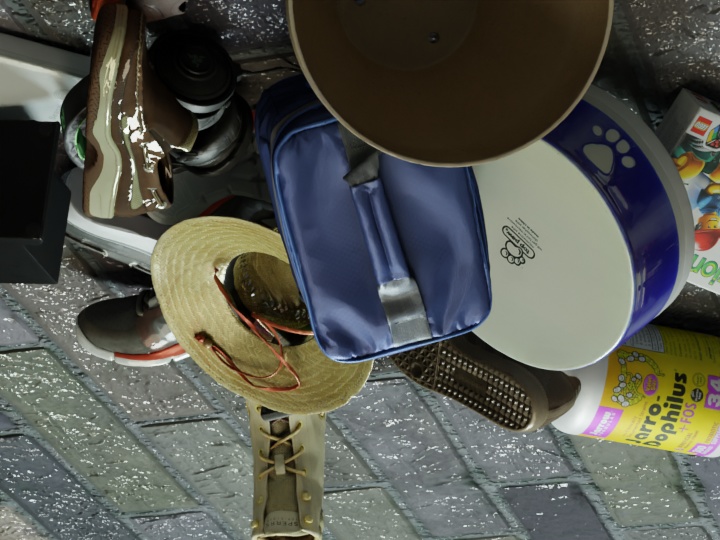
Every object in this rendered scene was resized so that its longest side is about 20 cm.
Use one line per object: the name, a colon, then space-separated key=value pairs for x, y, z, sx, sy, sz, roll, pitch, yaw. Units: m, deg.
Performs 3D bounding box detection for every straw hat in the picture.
straw hat: x=-0.058 y=0.008 z=1.745 sx=0.200 sy=0.085 sz=0.202 roll=19 pitch=139 yaw=17

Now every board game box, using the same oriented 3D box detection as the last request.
board game box: x=0.284 y=-0.044 z=1.719 sx=0.199 sy=0.035 sz=0.127 roll=20 pitch=113 yaw=-30

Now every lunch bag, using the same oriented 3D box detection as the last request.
lunch bag: x=0.010 y=-0.048 z=1.557 sx=0.135 sy=0.132 sz=0.201 roll=-17 pitch=114 yaw=-4

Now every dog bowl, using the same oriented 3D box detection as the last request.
dog bowl: x=0.133 y=-0.033 z=1.648 sx=0.199 sy=0.079 sz=0.201 roll=25 pitch=132 yaw=31

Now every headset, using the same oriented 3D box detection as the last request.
headset: x=-0.110 y=-0.106 z=1.632 sx=0.198 sy=0.095 sz=0.124 roll=-17 pitch=151 yaw=0

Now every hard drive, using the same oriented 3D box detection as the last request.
hard drive: x=-0.306 y=-0.138 z=1.662 sx=0.198 sy=0.026 sz=0.132 roll=14 pitch=150 yaw=-20

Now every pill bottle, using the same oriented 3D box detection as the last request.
pill bottle: x=0.224 y=0.094 z=1.977 sx=0.198 sy=0.105 sz=0.104 roll=10 pitch=151 yaw=-14

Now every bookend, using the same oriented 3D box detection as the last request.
bookend: x=-0.297 y=-0.033 z=1.745 sx=0.198 sy=0.093 sz=0.199 roll=1 pitch=160 yaw=12

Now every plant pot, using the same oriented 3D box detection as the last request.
plant pot: x=0.043 y=-0.169 z=1.436 sx=0.198 sy=0.202 sz=0.134 roll=8 pitch=-175 yaw=-12

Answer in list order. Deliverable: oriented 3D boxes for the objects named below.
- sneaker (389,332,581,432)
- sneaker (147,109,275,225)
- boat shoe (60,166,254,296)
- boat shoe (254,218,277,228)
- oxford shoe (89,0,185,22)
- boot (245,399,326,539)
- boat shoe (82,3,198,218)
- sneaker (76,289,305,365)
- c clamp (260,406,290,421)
sneaker: x=0.094 y=0.069 z=1.910 sx=0.075 sy=0.200 sz=0.071 roll=-14 pitch=131 yaw=-43
sneaker: x=-0.067 y=-0.075 z=1.734 sx=0.199 sy=0.078 sz=0.082 roll=-7 pitch=167 yaw=31
boat shoe: x=-0.155 y=-0.027 z=1.824 sx=0.199 sy=0.069 sz=0.057 roll=24 pitch=148 yaw=-24
boat shoe: x=0.000 y=0.000 z=1.808 sx=0.199 sy=0.067 sz=0.057 roll=25 pitch=126 yaw=3
oxford shoe: x=-0.122 y=-0.216 z=1.463 sx=0.072 sy=0.072 sz=0.200 roll=5 pitch=163 yaw=-14
boot: x=-0.071 y=0.158 z=2.063 sx=0.072 sy=0.157 sz=0.200 roll=-1 pitch=152 yaw=7
boat shoe: x=-0.144 y=-0.106 z=1.543 sx=0.074 sy=0.075 sz=0.203 roll=5 pitch=151 yaw=-5
sneaker: x=-0.141 y=0.023 z=1.915 sx=0.198 sy=0.077 sz=0.082 roll=-4 pitch=127 yaw=8
c clamp: x=-0.017 y=0.054 z=1.908 sx=0.027 sy=0.172 sz=0.200 roll=35 pitch=158 yaw=-11
